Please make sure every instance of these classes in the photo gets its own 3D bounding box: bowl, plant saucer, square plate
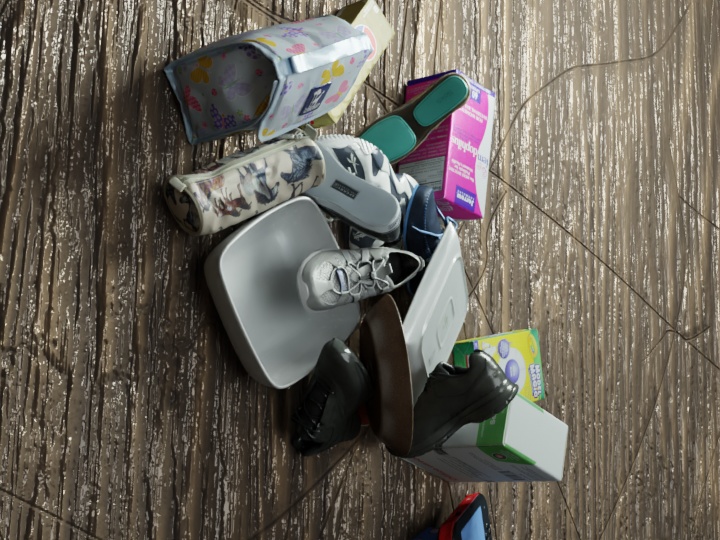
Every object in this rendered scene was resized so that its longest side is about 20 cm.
[{"bbox_3d":[-0.104,0.026,1.355,0.200,0.074,0.202,-37,111,-42],"label":"bowl"},{"bbox_3d":[0.028,0.132,1.354,0.036,0.200,0.203,-6,88,-10],"label":"plant saucer"},{"bbox_3d":[0.105,0.069,1.475,0.201,0.028,0.199,72,37,-56],"label":"square plate"}]

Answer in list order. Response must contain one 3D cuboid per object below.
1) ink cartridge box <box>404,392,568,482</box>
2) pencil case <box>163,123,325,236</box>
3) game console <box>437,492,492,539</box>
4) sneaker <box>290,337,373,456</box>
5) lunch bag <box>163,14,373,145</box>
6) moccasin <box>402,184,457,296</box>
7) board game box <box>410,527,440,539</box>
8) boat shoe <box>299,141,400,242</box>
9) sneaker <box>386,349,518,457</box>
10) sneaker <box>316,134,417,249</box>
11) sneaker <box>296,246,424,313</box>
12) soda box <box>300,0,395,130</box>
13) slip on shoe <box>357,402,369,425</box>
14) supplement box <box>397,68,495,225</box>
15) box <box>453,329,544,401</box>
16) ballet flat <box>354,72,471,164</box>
[{"bbox_3d":[0.167,0.237,1.525,0.146,0.199,0.085,34,58,-39],"label":"ink cartridge box"},{"bbox_3d":[-0.138,-0.109,1.299,0.199,0.078,0.090,-26,136,-29],"label":"pencil case"},{"bbox_3d":[0.161,0.428,1.561,0.200,0.031,0.179,-15,93,-69],"label":"game console"},{"bbox_3d":[-0.041,0.166,1.347,0.090,0.076,0.201,-30,145,-30],"label":"sneaker"},{"bbox_3d":[-0.104,-0.230,1.299,0.169,0.199,0.128,-31,106,-45],"label":"lunch bag"},{"bbox_3d":[0.104,-0.040,1.533,0.201,0.067,0.081,81,30,-49],"label":"moccasin"},{"bbox_3d":[0.089,0.485,1.517,0.151,0.045,0.202,-20,98,-47],"label":"board game box"},{"bbox_3d":[-0.030,-0.102,1.404,0.074,0.198,0.068,-56,161,-20],"label":"boat shoe"},{"bbox_3d":[0.107,0.173,1.422,0.091,0.199,0.076,55,20,-1],"label":"sneaker"},{"bbox_3d":[-0.001,-0.092,1.477,0.199,0.079,0.131,34,56,-46],"label":"sneaker"},{"bbox_3d":[0.000,0.000,1.358,0.199,0.081,0.076,-21,99,-48],"label":"sneaker"},{"bbox_3d":[-0.030,-0.282,1.484,0.068,0.064,0.201,51,52,-29],"label":"soda box"},{"bbox_3d":[0.056,0.149,1.518,0.200,0.061,0.075,-39,111,-44],"label":"slip on shoe"},{"bbox_3d":[0.125,-0.179,1.609,0.101,0.103,0.203,20,72,-44],"label":"supplement box"},{"bbox_3d":[0.228,0.158,1.711,0.199,0.048,0.119,-7,90,-49],"label":"box"},{"bbox_3d":[0.072,-0.207,1.537,0.068,0.199,0.067,58,7,-7],"label":"ballet flat"}]
